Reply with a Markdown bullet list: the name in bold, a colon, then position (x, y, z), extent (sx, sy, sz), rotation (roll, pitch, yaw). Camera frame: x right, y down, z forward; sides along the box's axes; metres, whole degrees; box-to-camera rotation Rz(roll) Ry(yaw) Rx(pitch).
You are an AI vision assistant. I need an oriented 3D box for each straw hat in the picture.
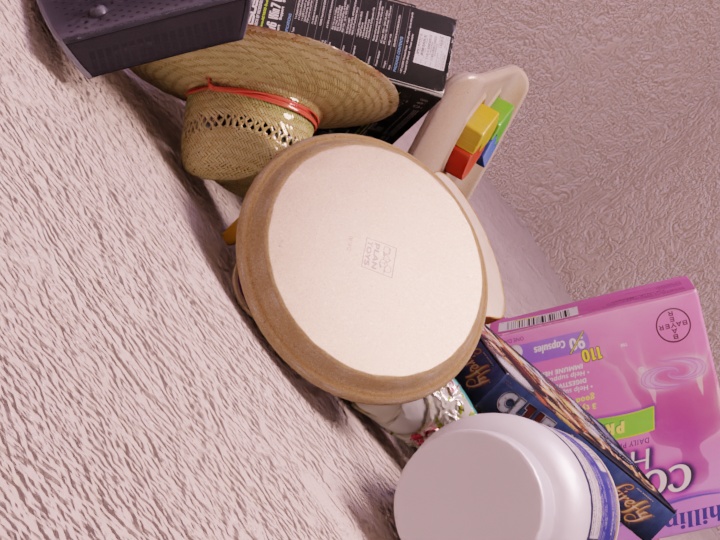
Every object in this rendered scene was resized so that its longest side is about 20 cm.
- **straw hat**: position (-0.078, -0.094, 1.210), extent (0.201, 0.201, 0.085), rotation (39, 60, -61)

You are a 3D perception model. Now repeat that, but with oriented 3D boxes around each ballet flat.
- **ballet flat**: position (0.003, 0.060, 1.224), extent (0.200, 0.076, 0.064), rotation (51, 39, 7)

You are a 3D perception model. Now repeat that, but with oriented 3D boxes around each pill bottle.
- **pill bottle**: position (0.089, 0.150, 1.106), extent (0.120, 0.120, 0.200), rotation (57, 10, 17)

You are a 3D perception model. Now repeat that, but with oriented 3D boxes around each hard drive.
- **hard drive**: position (-0.143, -0.188, 1.148), extent (0.200, 0.135, 0.042), rotation (-116, -167, -56)

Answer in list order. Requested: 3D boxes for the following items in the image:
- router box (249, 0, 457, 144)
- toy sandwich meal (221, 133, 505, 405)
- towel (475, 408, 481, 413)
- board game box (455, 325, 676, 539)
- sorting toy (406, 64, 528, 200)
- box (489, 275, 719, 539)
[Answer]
- **router box**: position (-0.032, -0.145, 1.282), extent (0.150, 0.062, 0.200), rotation (14, -14, -12)
- **toy sandwich meal**: position (0.000, 0.000, 1.170), extent (0.205, 0.205, 0.070), rotation (54, -34, -2)
- **towel**: position (0.072, 0.077, 1.474), extent (0.144, 0.023, 0.200), rotation (50, -3, 22)
- **board game box**: position (0.138, 0.109, 1.324), extent (0.200, 0.035, 0.135), rotation (39, 8, -30)
- **sorting toy**: position (0.066, -0.067, 1.343), extent (0.036, 0.185, 0.200), rotation (31, 15, 12)
- **box**: position (0.214, 0.124, 1.495), extent (0.097, 0.176, 0.200), rotation (-52, 129, -81)
